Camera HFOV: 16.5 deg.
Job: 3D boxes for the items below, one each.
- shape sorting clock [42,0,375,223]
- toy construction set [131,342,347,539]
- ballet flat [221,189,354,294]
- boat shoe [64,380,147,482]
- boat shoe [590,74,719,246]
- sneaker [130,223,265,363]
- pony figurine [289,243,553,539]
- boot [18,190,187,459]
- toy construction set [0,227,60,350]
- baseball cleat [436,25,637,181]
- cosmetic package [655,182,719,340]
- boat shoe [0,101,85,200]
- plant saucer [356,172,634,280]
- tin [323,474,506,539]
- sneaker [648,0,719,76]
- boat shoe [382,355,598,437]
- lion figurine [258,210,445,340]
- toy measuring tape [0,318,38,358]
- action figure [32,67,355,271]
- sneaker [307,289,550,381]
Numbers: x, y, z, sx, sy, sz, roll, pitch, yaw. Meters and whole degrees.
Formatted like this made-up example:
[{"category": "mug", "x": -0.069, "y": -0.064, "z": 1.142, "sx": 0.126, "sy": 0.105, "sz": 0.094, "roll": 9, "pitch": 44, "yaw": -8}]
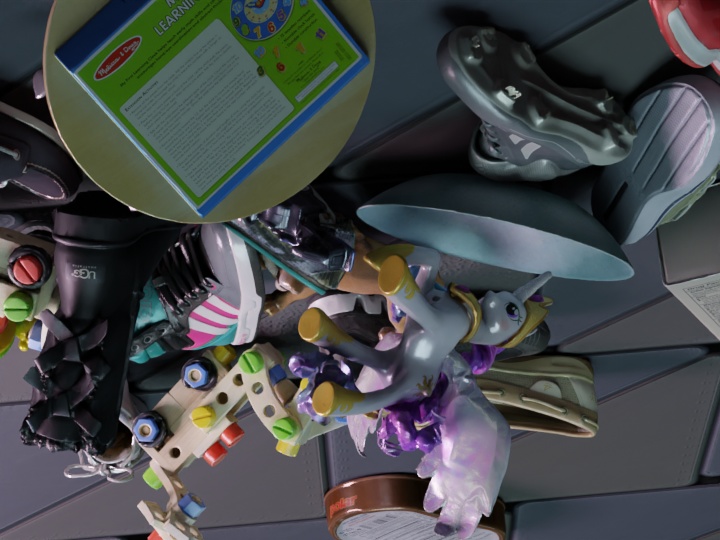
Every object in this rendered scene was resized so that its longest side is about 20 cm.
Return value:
[{"category": "shape sorting clock", "x": -0.087, "y": -0.125, "z": 1.446, "sx": 0.200, "sy": 0.039, "sz": 0.200, "roll": -9, "pitch": 113, "yaw": -21}, {"category": "toy construction set", "x": -0.107, "y": 0.136, "z": 1.993, "sx": 0.200, "sy": 0.131, "sz": 0.092, "roll": -45, "pitch": 170, "yaw": -3}, {"category": "ballet flat", "x": -0.090, "y": -0.059, "z": 1.674, "sx": 0.200, "sy": 0.072, "sz": 0.072, "roll": 29, "pitch": 146, "yaw": -10}, {"category": "boat shoe", "x": -0.209, "y": 0.138, "z": 2.053, "sx": 0.075, "sy": 0.086, "sz": 0.202, "roll": -4, "pitch": 155, "yaw": -4}, {"category": "boat shoe", "x": 0.216, "y": -0.082, "z": 1.712, "sx": 0.062, "sy": 0.072, "sz": 0.200, "roll": -23, "pitch": 166, "yaw": -23}, {"category": "sneaker", "x": -0.137, "y": 0.008, "z": 1.806, "sx": 0.121, "sy": 0.084, "sz": 0.200, "roll": -11, "pitch": 157, "yaw": -10}, {"category": "pony figurine", "x": 0.041, "y": 0.071, "z": 1.760, "sx": 0.200, "sy": 0.167, "sz": 0.193, "roll": 14, "pitch": 109, "yaw": -49}, {"category": "boot", "x": -0.172, "y": 0.033, "z": 1.677, "sx": 0.073, "sy": 0.163, "sz": 0.198, "roll": 9, "pitch": -171, "yaw": 8}, {"category": "toy construction set", "x": -0.272, "y": 0.024, "z": 1.742, "sx": 0.200, "sy": 0.092, "sz": 0.131, "roll": 12, "pitch": 111, "yaw": -13}, {"category": "baseball cleat", "x": 0.095, "y": -0.098, "z": 1.633, "sx": 0.106, "sy": 0.070, "sz": 0.200, "roll": -24, "pitch": 148, "yaw": 34}, {"category": "cosmetic package", "x": 0.304, "y": 0.002, "z": 1.882, "sx": 0.104, "sy": 0.073, "sz": 0.200, "roll": -15, "pitch": 153, "yaw": 21}, {"category": "boat shoe", "x": -0.252, "y": -0.080, "z": 1.592, "sx": 0.073, "sy": 0.063, "sz": 0.200, "roll": 3, "pitch": 160, "yaw": 34}, {"category": "plant saucer", "x": 0.098, "y": -0.036, "z": 1.752, "sx": 0.201, "sy": 0.039, "sz": 0.201, "roll": 12, "pitch": 172, "yaw": 2}, {"category": "tin", "x": 0.053, "y": 0.238, "z": 2.380, "sx": 0.200, "sy": 0.042, "sz": 0.112, "roll": 18, "pitch": 151, "yaw": -40}, {"category": "sneaker", "x": 0.251, "y": -0.172, "z": 1.523, "sx": 0.116, "sy": 0.078, "sz": 0.200, "roll": -26, "pitch": 161, "yaw": 22}, {"category": "boat shoe", "x": 0.100, "y": 0.111, "z": 2.084, "sx": 0.201, "sy": 0.063, "sz": 0.073, "roll": 0, "pitch": 154, "yaw": -12}, {"category": "lion figurine", "x": 0.000, "y": 0.000, "z": 1.827, "sx": 0.200, "sy": 0.072, "sz": 0.122, "roll": 7, "pitch": 156, "yaw": -37}, {"category": "toy measuring tape", "x": -0.325, "y": 0.037, "z": 1.837, "sx": 0.200, "sy": 0.074, "sz": 0.074, "roll": 9, "pitch": 151, "yaw": -29}, {"category": "action figure", "x": -0.078, "y": -0.082, "z": 1.548, "sx": 0.193, "sy": 0.200, "sz": 0.105, "roll": -8, "pitch": 125, "yaw": -49}, {"category": "sneaker", "x": 0.056, "y": 0.067, "z": 1.951, "sx": 0.200, "sy": 0.091, "sz": 0.066, "roll": 5, "pitch": 154, "yaw": -20}]
